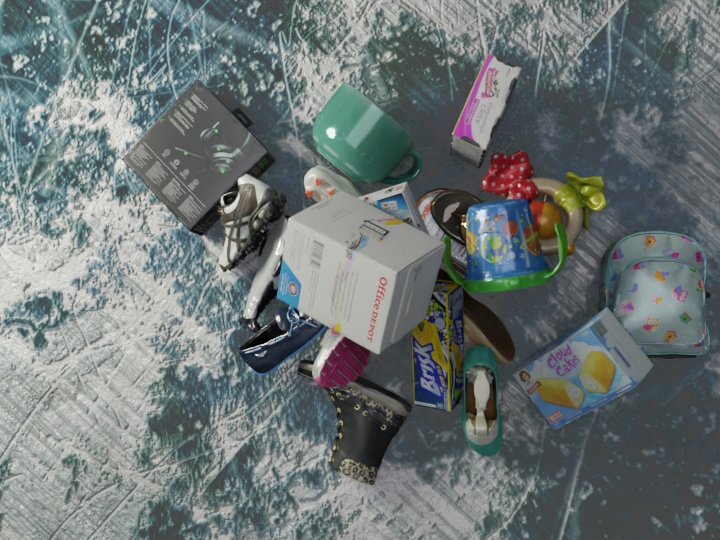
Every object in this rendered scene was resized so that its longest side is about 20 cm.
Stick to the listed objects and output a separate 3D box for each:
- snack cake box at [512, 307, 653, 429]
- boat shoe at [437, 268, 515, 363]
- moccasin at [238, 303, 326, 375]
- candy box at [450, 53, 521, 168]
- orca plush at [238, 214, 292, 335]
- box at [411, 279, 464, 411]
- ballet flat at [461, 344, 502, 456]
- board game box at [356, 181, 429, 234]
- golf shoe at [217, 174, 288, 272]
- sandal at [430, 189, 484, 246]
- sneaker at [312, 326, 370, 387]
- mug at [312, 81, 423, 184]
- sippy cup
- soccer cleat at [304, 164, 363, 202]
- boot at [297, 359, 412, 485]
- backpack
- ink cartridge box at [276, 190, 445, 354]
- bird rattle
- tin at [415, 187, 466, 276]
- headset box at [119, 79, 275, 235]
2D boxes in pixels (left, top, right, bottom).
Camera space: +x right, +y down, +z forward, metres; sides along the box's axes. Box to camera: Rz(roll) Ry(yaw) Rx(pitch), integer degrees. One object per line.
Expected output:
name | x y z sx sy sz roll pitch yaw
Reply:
snack cake box | 0.344 0.156 1.563 0.115 0.200 0.067 50 51 4
boat shoe | 0.171 0.084 1.646 0.200 0.071 0.065 46 125 7
moccasin | -0.115 0.091 1.611 0.200 0.081 0.068 -44 118 8
candy box | 0.195 -0.248 1.586 0.061 0.200 0.137 24 89 4
orca plush | -0.132 0.012 1.664 0.071 0.105 0.202 18 85 -27
box | 0.125 0.119 1.603 0.069 0.064 0.202 7 109 29
ballet flat | 0.191 0.221 1.600 0.067 0.070 0.202 -2 109 12
board game box | 0.008 -0.054 1.619 0.198 0.035 0.127 -16 113 22
golf shoe | -0.195 -0.080 1.632 0.094 0.078 0.200 42 130 2
sandal | 0.196 -0.053 1.614 0.082 0.055 0.200 -39 86 1
sneaker | -0.028 0.108 1.624 0.088 0.082 0.201 2 44 39
mug | 0.008 -0.203 1.621 0.185 0.152 0.115 40 94 4
sippy cup | 0.218 -0.041 1.532 0.176 0.140 0.132 -9 94 -6
soccer cleat | -0.010 -0.102 1.664 0.200 0.078 0.069 43 120 -11
boot | -0.033 0.248 1.646 0.202 0.073 0.155 23 92 6
backpack | 0.466 0.035 1.583 0.174 0.153 0.202 -1 81 9
ink cartridge box | 0.000 0.000 1.511 0.199 0.144 0.148 28 125 24
bird rattle | 0.290 -0.106 1.604 0.198 0.113 0.165 13 71 0
tin | 0.174 -0.059 1.662 0.199 0.042 0.113 32 86 5
headset box | -0.264 -0.192 1.669 0.174 0.093 0.200 44 91 5
